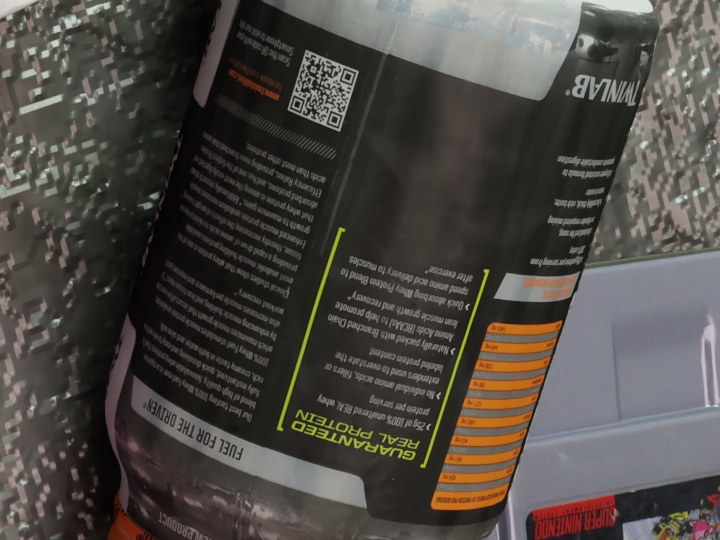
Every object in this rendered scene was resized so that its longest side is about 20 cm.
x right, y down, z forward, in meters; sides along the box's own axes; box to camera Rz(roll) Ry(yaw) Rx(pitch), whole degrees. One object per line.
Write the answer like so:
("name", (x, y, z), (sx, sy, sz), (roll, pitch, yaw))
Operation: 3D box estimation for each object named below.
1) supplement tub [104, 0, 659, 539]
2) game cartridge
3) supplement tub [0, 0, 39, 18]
("supplement tub", (0.000, 0.000, 0.834), (0.122, 0.122, 0.201), (11, 104, -28))
("game cartridge", (0.097, 0.060, 0.958), (0.199, 0.038, 0.131), (-8, 91, -28))
("supplement tub", (-0.137, -0.162, 0.758), (0.145, 0.145, 0.201), (-30, 105, -24))
